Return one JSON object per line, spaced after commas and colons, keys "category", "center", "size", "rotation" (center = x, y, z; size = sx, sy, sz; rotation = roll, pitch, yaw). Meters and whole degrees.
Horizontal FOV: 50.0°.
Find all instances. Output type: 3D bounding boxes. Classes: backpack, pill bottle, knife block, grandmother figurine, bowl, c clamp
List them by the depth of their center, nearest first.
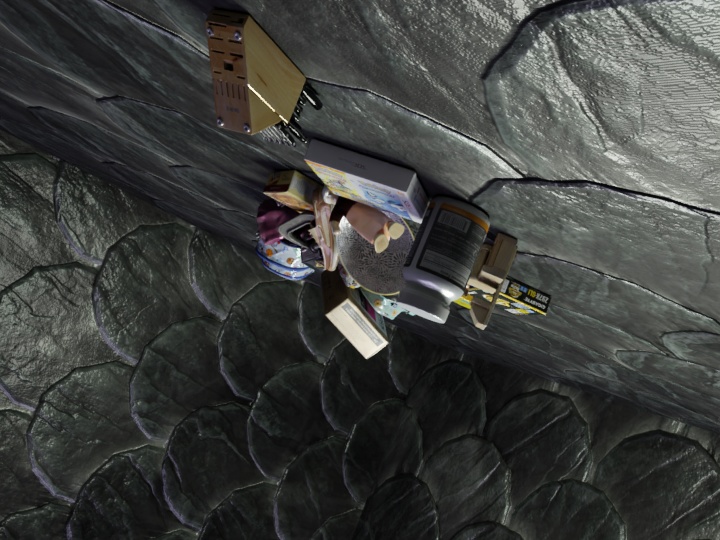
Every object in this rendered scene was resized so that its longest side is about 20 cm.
{"category": "knife block", "center": [-0.118, -0.259, 1.035], "size": [0.063, 0.175, 0.202], "rotation": [17, 126, 27]}
{"category": "pill bottle", "center": [0.142, -0.018, 1.354], "size": [0.115, 0.202, 0.116], "rotation": [22, 173, 3]}
{"category": "grandmother figurine", "center": [-0.010, -0.113, 1.495], "size": [0.200, 0.121, 0.061], "rotation": [44, 161, 36]}
{"category": "bowl", "center": [0.054, -0.061, 1.582], "size": [0.199, 0.203, 0.094], "rotation": [19, -149, 28]}
{"category": "c clamp", "center": [-0.090, -0.077, 1.750], "size": [0.170, 0.027, 0.199], "rotation": [31, 153, -32]}
{"category": "backpack", "center": [0.083, 0.026, 1.851], "size": [0.199, 0.154, 0.176], "rotation": [20, -154, -53]}
{"category": "backpack", "center": [-0.187, -0.067, 2.042], "size": [0.198, 0.156, 0.190], "rotation": [20, -164, 17]}

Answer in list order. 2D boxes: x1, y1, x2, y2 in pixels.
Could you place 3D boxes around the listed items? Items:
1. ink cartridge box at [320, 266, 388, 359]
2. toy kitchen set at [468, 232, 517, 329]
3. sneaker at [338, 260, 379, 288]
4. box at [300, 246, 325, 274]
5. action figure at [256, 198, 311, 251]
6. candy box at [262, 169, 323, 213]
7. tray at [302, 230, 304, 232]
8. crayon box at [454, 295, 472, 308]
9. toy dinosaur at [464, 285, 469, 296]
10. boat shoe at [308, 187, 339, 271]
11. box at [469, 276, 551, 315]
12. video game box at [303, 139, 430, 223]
{"category": "ink cartridge box", "center": [-0.017, 0.089, 1.861], "size": [0.165, 0.075, 0.201], "rotation": [47, -166, -26]}
{"category": "toy kitchen set", "center": [0.191, 0.005, 1.514], "size": [0.179, 0.165, 0.200], "rotation": [22, 172, 7]}
{"category": "sneaker", "center": [0.000, 0.000, 1.724], "size": [0.077, 0.083, 0.200], "rotation": [-9, -170, -13]}
{"category": "box", "center": [-0.024, -0.038, 1.965], "size": [0.196, 0.050, 0.200], "rotation": [-13, 160, 19]}
{"category": "action figure", "center": [-0.157, -0.123, 1.894], "size": [0.198, 0.136, 0.149], "rotation": [-7, -167, 25]}
{"category": "candy box", "center": [-0.102, -0.152, 1.702], "size": [0.199, 0.056, 0.115], "rotation": [28, 169, -32]}
{"category": "tray", "center": [-0.057, -0.108, 1.878], "size": [0.106, 0.022, 0.199], "rotation": [-15, -169, -26]}
{"category": "crayon box", "center": [0.251, 0.048, 2.085], "size": [0.198, 0.051, 0.127], "rotation": [26, 172, -18]}
{"category": "toy dinosaur", "center": [0.192, -0.018, 1.718], "size": [0.197, 0.137, 0.086], "rotation": [3, -144, -4]}
{"category": "boat shoe", "center": [-0.072, -0.091, 1.640], "size": [0.071, 0.202, 0.076], "rotation": [8, -147, 8]}
{"category": "box", "center": [0.349, 0.057, 1.868], "size": [0.158, 0.050, 0.200], "rotation": [22, 173, -9]}
{"category": "video game box", "center": [0.018, -0.155, 1.370], "size": [0.198, 0.047, 0.182], "rotation": [20, 170, 19]}
